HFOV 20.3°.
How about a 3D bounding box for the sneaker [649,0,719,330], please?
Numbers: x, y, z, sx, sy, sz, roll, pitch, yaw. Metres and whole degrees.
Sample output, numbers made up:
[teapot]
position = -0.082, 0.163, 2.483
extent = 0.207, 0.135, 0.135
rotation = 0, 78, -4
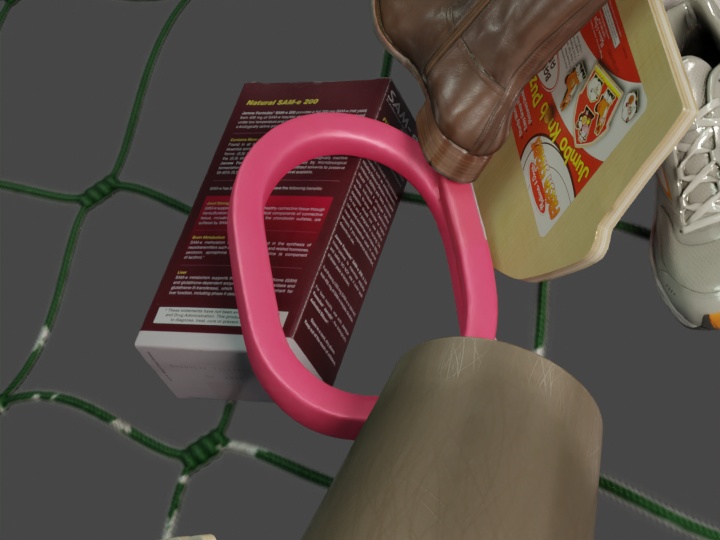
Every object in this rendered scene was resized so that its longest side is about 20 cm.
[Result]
[sneaker]
position = 0.180, -0.062, 1.080
extent = 0.075, 0.092, 0.201
rotation = -14, 49, 18

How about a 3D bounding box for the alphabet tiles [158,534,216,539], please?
[alphabet tiles]
position = -0.084, 0.224, 0.938
extent = 0.200, 0.014, 0.198
rotation = 155, 113, -69

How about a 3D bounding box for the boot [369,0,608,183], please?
[boot]
position = 0.086, -0.177, 1.114
extent = 0.200, 0.064, 0.187
rotation = -56, 39, 38

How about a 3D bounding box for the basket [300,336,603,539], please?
[basket]
position = 0.042, 0.144, 0.964
extent = 0.179, 0.136, 0.201
rotation = 3, 51, 26

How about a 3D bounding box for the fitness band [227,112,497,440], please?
[fitness band]
position = 0.000, 0.000, 1.116
extent = 0.142, 0.038, 0.202
rotation = -6, 61, -9

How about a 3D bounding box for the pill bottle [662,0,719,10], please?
[pill bottle]
position = 0.182, -0.230, 1.203
extent = 0.115, 0.117, 0.201
rotation = -17, 47, 17

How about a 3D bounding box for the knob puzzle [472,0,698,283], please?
[knob puzzle]
position = 0.115, -0.079, 1.111
extent = 0.219, 0.030, 0.222
rotation = -37, 46, 53

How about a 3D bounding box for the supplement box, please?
[supplement box]
position = -0.046, -0.020, 1.197
extent = 0.108, 0.061, 0.201
rotation = 2, 56, 30
